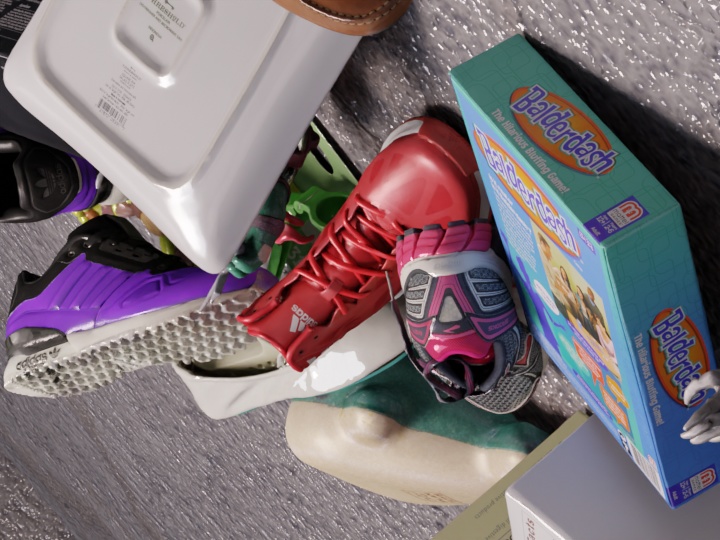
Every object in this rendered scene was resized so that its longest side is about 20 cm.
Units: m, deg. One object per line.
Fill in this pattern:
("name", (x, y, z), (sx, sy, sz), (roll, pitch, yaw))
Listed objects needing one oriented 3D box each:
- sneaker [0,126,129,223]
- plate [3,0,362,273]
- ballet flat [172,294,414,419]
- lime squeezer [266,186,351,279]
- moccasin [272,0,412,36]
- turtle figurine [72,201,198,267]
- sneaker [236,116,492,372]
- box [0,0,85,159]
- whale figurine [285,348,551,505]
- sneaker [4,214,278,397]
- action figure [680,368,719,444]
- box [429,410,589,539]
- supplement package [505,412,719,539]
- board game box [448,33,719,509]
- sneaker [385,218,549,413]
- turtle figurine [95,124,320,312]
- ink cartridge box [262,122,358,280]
("sneaker", (-0.237, -0.067, 1.588), (0.200, 0.099, 0.070), (4, 109, 53))
("plate", (-0.099, -0.132, 1.323), (0.200, 0.200, 0.032), (41, -160, 29))
("ballet flat", (-0.047, 0.045, 1.535), (0.200, 0.069, 0.069), (-20, 110, 43))
("lime squeezer", (-0.020, -0.018, 1.517), (0.200, 0.038, 0.071), (-13, 95, 48))
("moccasin", (-0.046, -0.200, 1.232), (0.202, 0.074, 0.078), (57, 173, 16))
("turtle figurine", (-0.132, -0.039, 1.607), (0.200, 0.064, 0.161), (-37, 78, 55))
("sneaker", (0.000, 0.000, 1.385), (0.078, 0.116, 0.200), (40, 149, 6))
("box", (-0.172, -0.150, 1.522), (0.200, 0.141, 0.079), (22, 148, 58))
("whale figurine", (0.050, 0.093, 1.563), (0.200, 0.104, 0.159), (6, 165, 39))
("sneaker", (-0.141, 0.009, 1.516), (0.070, 0.200, 0.100), (27, -127, -54))
("action figure", (0.202, 0.085, 1.121), (0.119, 0.102, 0.200), (57, 162, 8))
("box", (0.138, 0.212, 1.417), (0.200, 0.176, 0.097), (38, 158, 35))
("supplement package", (0.187, 0.167, 1.298), (0.200, 0.117, 0.117), (42, 161, 29))
("board game box", (0.117, 0.002, 1.213), (0.152, 0.045, 0.200), (53, 169, 43))
("sneaker", (0.058, 0.042, 1.362), (0.200, 0.080, 0.075), (55, -152, -64))
("turtle figurine", (-0.073, -0.082, 1.402), (0.150, 0.101, 0.200), (45, 134, 21))
("ink cartridge box", (-0.068, -0.063, 1.600), (0.146, 0.048, 0.200), (52, 165, -2))
